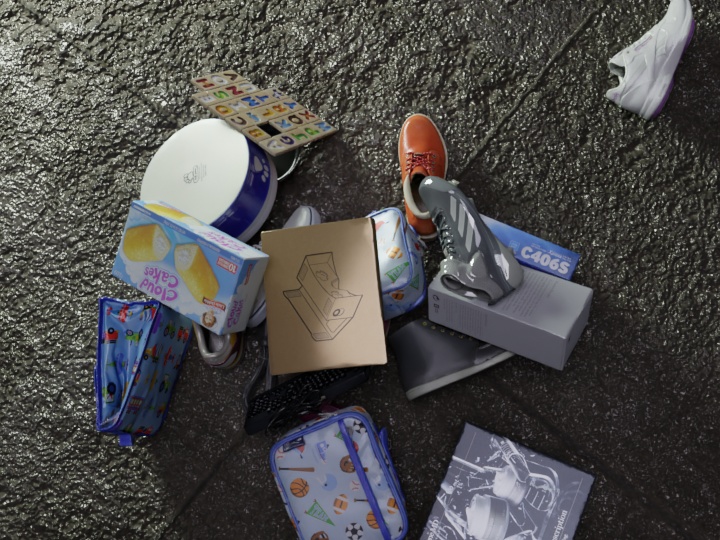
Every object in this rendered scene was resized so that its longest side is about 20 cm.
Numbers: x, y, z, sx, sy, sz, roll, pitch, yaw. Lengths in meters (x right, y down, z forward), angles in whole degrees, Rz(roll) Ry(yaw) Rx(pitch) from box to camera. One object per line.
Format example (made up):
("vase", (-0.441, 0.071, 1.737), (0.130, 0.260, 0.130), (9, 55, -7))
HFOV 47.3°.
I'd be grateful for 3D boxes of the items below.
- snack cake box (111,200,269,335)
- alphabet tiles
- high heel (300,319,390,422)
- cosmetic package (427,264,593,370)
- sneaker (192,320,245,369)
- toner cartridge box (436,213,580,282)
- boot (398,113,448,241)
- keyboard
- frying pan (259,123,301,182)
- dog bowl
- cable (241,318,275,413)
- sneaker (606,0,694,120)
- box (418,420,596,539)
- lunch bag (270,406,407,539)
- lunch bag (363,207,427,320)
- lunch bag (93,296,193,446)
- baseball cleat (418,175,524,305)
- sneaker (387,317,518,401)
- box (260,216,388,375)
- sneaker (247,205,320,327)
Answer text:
("snack cake box", (-0.236, -0.007, 1.132), (0.200, 0.067, 0.115), (26, 104, 21))
("alphabet tiles", (-0.157, -0.250, 1.269), (0.200, 0.167, 0.008), (36, 126, 15))
("high heel", (-0.032, 0.132, 1.191), (0.096, 0.067, 0.200), (28, 95, 3))
("cosmetic package", (0.203, 0.047, 1.129), (0.200, 0.071, 0.101), (21, 50, 25))
("sneaker", (-0.211, 0.044, 1.224), (0.075, 0.090, 0.200), (-10, 75, 5))
("toner cartridge box", (0.210, -0.031, 1.181), (0.200, 0.095, 0.043), (24, 80, 12))
("boot", (0.093, -0.153, 1.223), (0.075, 0.107, 0.200), (-7, 74, 8))
("keyboard", (-0.078, 0.161, 1.130), (0.200, 0.104, 0.040), (-28, 119, 13))
("frying pan", (-0.172, -0.194, 1.308), (0.190, 0.031, 0.115), (23, 81, 28))
("dog bowl", (-0.230, -0.125, 1.242), (0.200, 0.079, 0.200), (-11, 63, 23))
("cable", (-0.128, 0.115, 1.226), (0.097, 0.050, 0.200), (-1, 86, 16))
("sneaker", (0.434, -0.330, 1.232), (0.100, 0.075, 0.200), (22, 80, 11))
("box", (0.188, 0.329, 1.092), (0.182, 0.104, 0.200), (21, 80, 14))
("lunch bag", (-0.025, 0.289, 1.124), (0.160, 0.076, 0.200), (-22, 88, 6))
("lunch bag", (0.000, 0.000, 1.185), (0.200, 0.076, 0.160), (-21, 54, 17))
("lunch bag", (-0.316, 0.152, 1.182), (0.094, 0.151, 0.200), (3, 77, 9))
("baseball cleat", (0.128, -0.041, 1.097), (0.106, 0.070, 0.200), (-33, 68, -23))
("sneaker", (0.141, 0.101, 1.168), (0.200, 0.075, 0.106), (-23, 76, 3))
("box", (-0.050, 0.035, 1.116), (0.163, 0.021, 0.200), (-7, 80, 14))
("sneaker", (-0.129, -0.015, 1.182), (0.073, 0.071, 0.200), (18, 74, 49))
